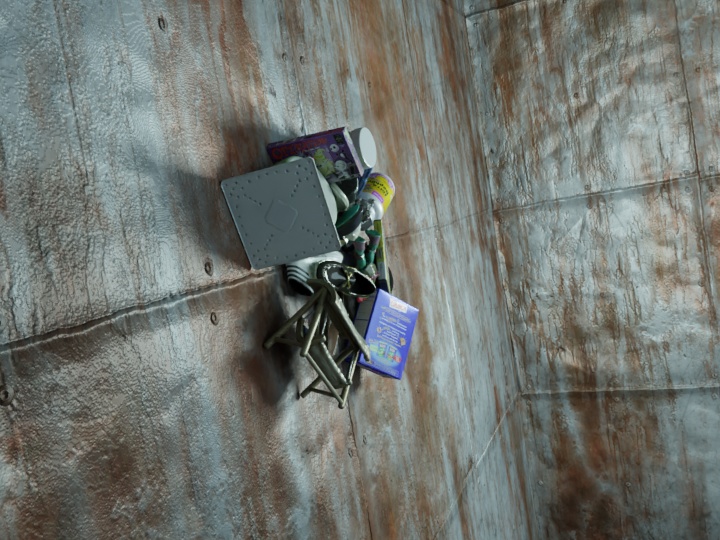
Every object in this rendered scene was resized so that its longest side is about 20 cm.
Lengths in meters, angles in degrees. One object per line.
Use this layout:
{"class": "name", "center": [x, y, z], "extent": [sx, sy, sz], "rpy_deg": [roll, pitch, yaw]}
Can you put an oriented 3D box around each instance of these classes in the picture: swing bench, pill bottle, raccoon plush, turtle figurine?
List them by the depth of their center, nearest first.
{"class": "swing bench", "center": [-0.077, 0.159, 1.456], "extent": [0.201, 0.129, 0.200], "rpy_deg": [-56, 135, -30]}
{"class": "pill bottle", "center": [-0.070, -0.273, 1.560], "extent": [0.116, 0.198, 0.118], "rpy_deg": [29, 58, -59]}
{"class": "turtle figurine", "center": [0.000, 0.000, 1.710], "extent": [0.150, 0.100, 0.202], "rpy_deg": [-40, 145, -58]}
{"class": "raccoon plush", "center": [-0.001, -0.124, 1.747], "extent": [0.200, 0.133, 0.098], "rpy_deg": [43, 45, -54]}
{"class": "pill bottle", "center": [0.026, -0.193, 1.863], "extent": [0.200, 0.103, 0.105], "rpy_deg": [-62, 138, -52]}

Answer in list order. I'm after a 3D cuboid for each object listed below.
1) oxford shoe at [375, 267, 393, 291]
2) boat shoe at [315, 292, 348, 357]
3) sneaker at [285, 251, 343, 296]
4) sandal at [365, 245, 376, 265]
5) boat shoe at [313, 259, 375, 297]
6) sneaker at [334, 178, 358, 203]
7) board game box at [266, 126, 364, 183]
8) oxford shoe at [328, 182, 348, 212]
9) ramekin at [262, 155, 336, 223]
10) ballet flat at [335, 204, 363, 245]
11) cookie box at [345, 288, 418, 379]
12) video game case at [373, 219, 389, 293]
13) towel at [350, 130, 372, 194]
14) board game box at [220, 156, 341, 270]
{"class": "oxford shoe", "center": [0.060, 0.079, 1.937], "extent": [0.071, 0.071, 0.202], "rpy_deg": [103, -12, -69]}
{"class": "boat shoe", "center": [-0.068, 0.113, 1.611], "extent": [0.075, 0.074, 0.204], "rpy_deg": [22, 64, -62]}
{"class": "sneaker", "center": [-0.114, 0.004, 1.565], "extent": [0.200, 0.075, 0.117], "rpy_deg": [6, 87, -57]}
{"class": "sandal", "center": [0.023, -0.033, 1.864], "extent": [0.201, 0.054, 0.082], "rpy_deg": [-83, 167, -59]}
{"class": "boat shoe", "center": [-0.035, 0.020, 1.563], "extent": [0.201, 0.060, 0.072], "rpy_deg": [22, 77, -55]}
{"class": "sneaker", "center": [-0.052, -0.230, 1.666], "extent": [0.087, 0.080, 0.201], "rpy_deg": [69, -3, -49]}
{"class": "board game box", "center": [-0.102, -0.250, 1.485], "extent": [0.121, 0.198, 0.032], "rpy_deg": [66, 31, -30]}
{"class": "oxford shoe", "center": [-0.077, -0.160, 1.577], "extent": [0.058, 0.200, 0.075], "rpy_deg": [-39, 95, -16]}
{"class": "ramekin", "center": [-0.139, -0.151, 1.435], "extent": [0.200, 0.097, 0.201], "rpy_deg": [40, 36, -38]}
{"class": "ballet flat", "center": [-0.044, -0.096, 1.572], "extent": [0.073, 0.199, 0.074], "rpy_deg": [19, 60, -36]}
{"class": "cookie box", "center": [0.058, 0.171, 1.765], "extent": [0.171, 0.075, 0.202], "rpy_deg": [29, 71, -38]}
{"class": "video game case", "center": [0.062, -0.018, 1.832], "extent": [0.200, 0.025, 0.182], "rpy_deg": [74, 11, -68]}
{"class": "towel", "center": [-0.023, -0.270, 1.706], "extent": [0.112, 0.048, 0.200], "rpy_deg": [62, -19, 13]}
{"class": "board game box", "center": [-0.158, -0.115, 1.335], "extent": [0.026, 0.198, 0.201], "rpy_deg": [-74, 149, -65]}
